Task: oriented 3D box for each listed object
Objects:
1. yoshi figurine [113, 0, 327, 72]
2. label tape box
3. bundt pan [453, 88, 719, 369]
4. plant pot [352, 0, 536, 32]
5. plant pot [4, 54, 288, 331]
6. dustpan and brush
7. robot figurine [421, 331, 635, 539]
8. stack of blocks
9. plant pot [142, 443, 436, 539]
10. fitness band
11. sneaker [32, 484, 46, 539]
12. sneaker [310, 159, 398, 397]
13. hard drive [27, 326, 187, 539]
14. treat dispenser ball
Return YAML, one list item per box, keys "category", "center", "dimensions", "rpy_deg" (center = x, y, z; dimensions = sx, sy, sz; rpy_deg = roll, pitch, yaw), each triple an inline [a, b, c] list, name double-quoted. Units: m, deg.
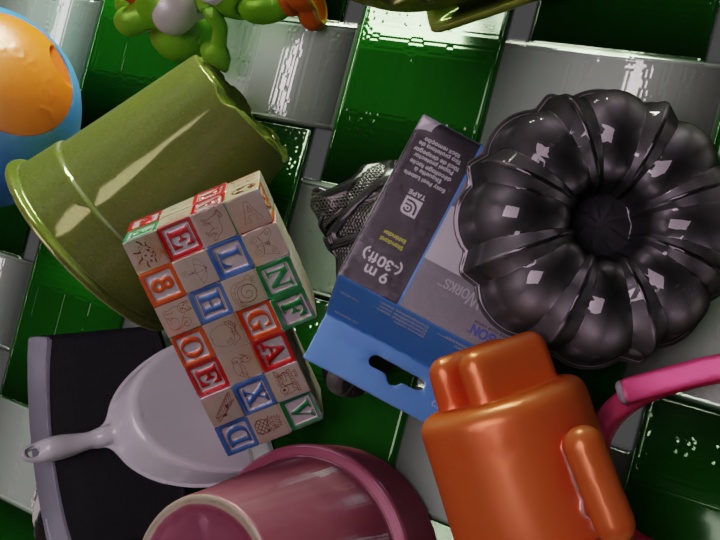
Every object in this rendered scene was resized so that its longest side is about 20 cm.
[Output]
- category: "yoshi figurine"
  center: [-0.128, -0.247, 1.018]
  dimensions: [0.200, 0.112, 0.112]
  rpy_deg: [-8, 118, 16]
- category: "label tape box"
  center: [0.063, 0.009, 0.806]
  dimensions: [0.144, 0.063, 0.200]
  rpy_deg: [28, 87, 4]
- category: "bundt pan"
  center: [0.165, -0.033, 0.739]
  dimensions: [0.201, 0.076, 0.202]
  rpy_deg: [0, 85, 0]
- category: "plant pot"
  center: [0.088, -0.302, 0.825]
  dimensions: [0.199, 0.181, 0.200]
  rpy_deg: [-14, 75, 30]
- category: "plant pot"
  center: [-0.171, -0.084, 0.962]
  dimensions: [0.190, 0.200, 0.200]
  rpy_deg: [-42, 62, 6]
- category: "dustpan and brush"
  center: [-0.189, 0.133, 0.941]
  dimensions: [0.057, 0.200, 0.140]
  rpy_deg: [-46, 57, 52]
- category: "robot figurine"
  center: [0.110, 0.144, 0.719]
  dimensions: [0.144, 0.117, 0.200]
  rpy_deg: [-19, 86, 23]
- category: "stack of blocks"
  center: [-0.094, 0.036, 0.882]
  dimensions: [0.115, 0.059, 0.200]
  rpy_deg: [-21, 109, 3]
- category: "plant pot"
  center: [-0.066, 0.232, 0.831]
  dimensions: [0.200, 0.179, 0.200]
  rpy_deg: [-5, 80, 30]
- category: "fitness band"
  center: [0.243, 0.131, 0.741]
  dimensions: [0.200, 0.037, 0.144]
  rpy_deg: [-18, 73, 29]
- category: "sneaker"
  center: [-0.271, 0.157, 1.041]
  dimensions: [0.089, 0.077, 0.200]
  rpy_deg: [17, 84, 53]
- category: "sneaker"
  center: [0.000, 0.000, 0.893]
  dimensions: [0.114, 0.076, 0.200]
  rpy_deg: [21, 90, 34]
- category: "hard drive"
  center: [-0.221, 0.148, 0.970]
  dimensions: [0.042, 0.135, 0.200]
  rpy_deg: [146, 117, -63]
- category: "treat dispenser ball"
  center: [-0.378, -0.161, 1.077]
  dimensions: [0.201, 0.201, 0.201]
  rpy_deg: [-6, 79, 31]
